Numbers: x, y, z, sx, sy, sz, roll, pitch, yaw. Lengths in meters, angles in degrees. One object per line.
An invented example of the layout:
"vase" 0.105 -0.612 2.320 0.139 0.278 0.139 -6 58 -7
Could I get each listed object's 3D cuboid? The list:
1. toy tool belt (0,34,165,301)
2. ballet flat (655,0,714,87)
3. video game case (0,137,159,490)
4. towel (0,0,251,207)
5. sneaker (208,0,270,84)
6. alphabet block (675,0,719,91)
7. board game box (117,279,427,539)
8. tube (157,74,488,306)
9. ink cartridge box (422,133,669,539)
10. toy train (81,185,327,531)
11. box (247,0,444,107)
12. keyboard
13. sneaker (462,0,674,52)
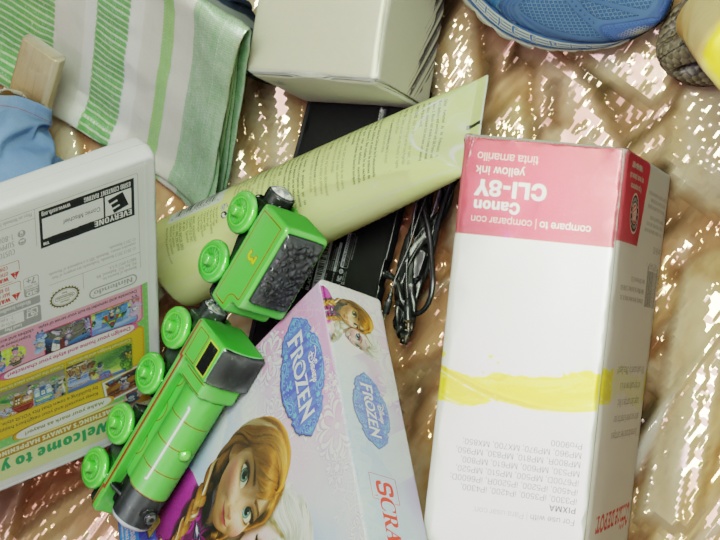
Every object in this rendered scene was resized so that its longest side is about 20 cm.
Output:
"toy tool belt" -0.168 -0.015 1.124 0.123 0.125 0.201 -35 79 21
"ballet flat" 0.238 -0.150 1.042 0.199 0.046 0.068 -25 79 15
"video game case" -0.189 0.040 1.022 0.022 0.199 0.183 44 145 39
"towel" -0.148 -0.125 1.124 0.199 0.153 0.023 34 54 16
"sneaker" -0.108 -0.174 1.140 0.199 0.070 0.082 32 95 13
"alphabet block" 0.274 -0.101 0.927 0.196 0.200 0.195 -44 93 12
"board game box" -0.048 0.142 1.033 0.200 0.041 0.201 -46 40 33
"tube" -0.019 -0.038 1.086 0.199 0.052 0.058 -25 75 27
"ink cartridge box" 0.093 0.042 1.026 0.083 0.145 0.201 6 88 16
"toy train" -0.081 0.049 1.061 0.201 0.042 0.056 -59 43 16
"box" 0.004 -0.190 1.092 0.082 0.068 0.201 8 85 27
"keyboard" 0.000 0.000 1.121 0.104 0.040 0.201 12 87 32
"sneaker" 0.075 -0.166 1.022 0.199 0.089 0.079 22 81 -23
